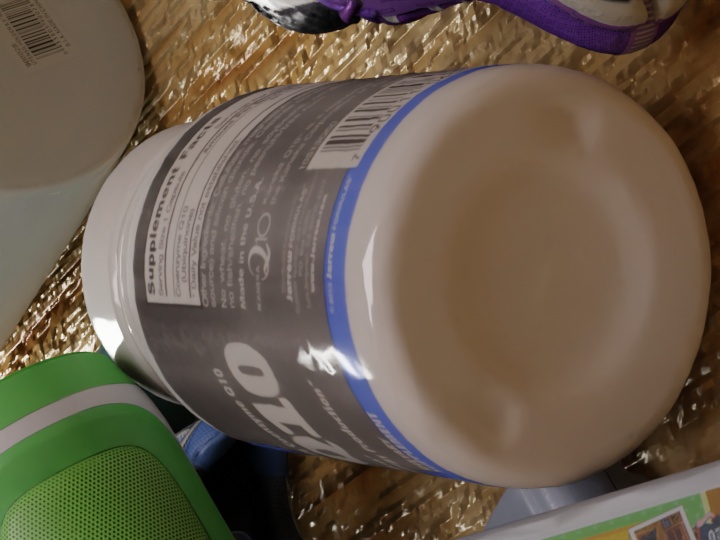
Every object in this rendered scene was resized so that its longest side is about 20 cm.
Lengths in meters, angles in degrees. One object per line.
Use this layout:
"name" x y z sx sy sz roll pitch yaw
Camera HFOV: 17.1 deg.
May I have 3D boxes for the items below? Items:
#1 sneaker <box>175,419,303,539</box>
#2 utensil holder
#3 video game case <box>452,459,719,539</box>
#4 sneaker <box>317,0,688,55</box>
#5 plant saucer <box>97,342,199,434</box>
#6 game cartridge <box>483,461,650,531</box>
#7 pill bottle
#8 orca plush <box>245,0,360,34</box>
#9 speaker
"sneaker" -0.046 0.131 0.813 0.085 0.077 0.201 -45 43 38
"utensil holder" -0.199 -0.038 0.986 0.200 0.169 0.171 -51 49 45
"video game case" 0.055 0.163 0.610 0.181 0.022 0.201 -19 70 20
"sneaker" 0.025 -0.104 0.705 0.200 0.080 0.084 34 137 44
"plant saucer" -0.089 0.075 0.911 0.019 0.070 0.201 38 127 21
"game cartridge" 0.053 0.163 0.704 0.134 0.040 0.201 57 136 36
"pill bottle" 0.000 0.000 0.709 0.200 0.113 0.115 2 92 60
"orca plush" -0.057 -0.139 0.839 0.199 0.105 0.071 31 164 26
"speaker" -0.062 0.127 0.739 0.201 0.088 0.089 58 140 16
